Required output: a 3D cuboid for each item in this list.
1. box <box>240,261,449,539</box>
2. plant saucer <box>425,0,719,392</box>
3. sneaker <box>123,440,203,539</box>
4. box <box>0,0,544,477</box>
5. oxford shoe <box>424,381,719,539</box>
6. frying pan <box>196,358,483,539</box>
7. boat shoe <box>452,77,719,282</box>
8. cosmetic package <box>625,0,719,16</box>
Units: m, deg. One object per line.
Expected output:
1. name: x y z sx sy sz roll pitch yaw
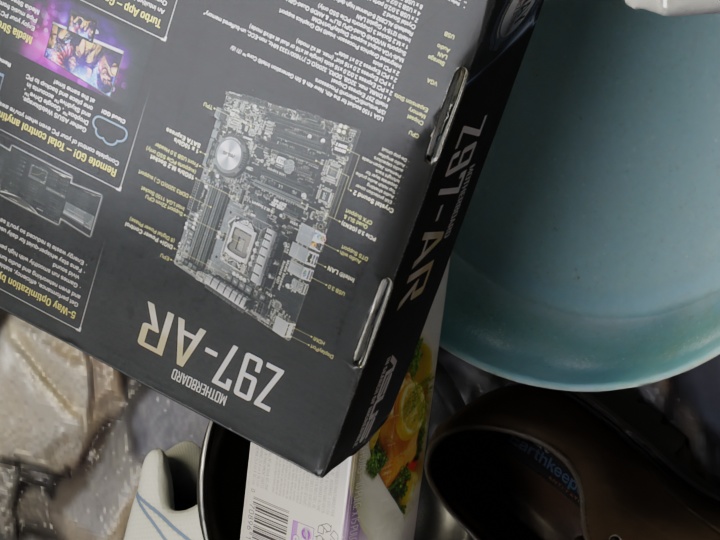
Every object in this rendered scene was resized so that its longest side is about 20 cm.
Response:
1. box: 0.000 0.000 0.701 0.041 0.039 0.200 17 108 34
2. plant saucer: 0.059 -0.067 0.683 0.200 0.027 0.201 8 102 37
3. sneaker: -0.020 0.112 0.863 0.200 0.074 0.087 8 100 40
4. box: -0.062 -0.060 0.658 0.200 0.044 0.160 26 115 16
5. oxford shoe: 0.098 0.104 0.744 0.200 0.084 0.073 32 119 31
6. frying pan: 0.006 0.104 0.787 0.031 0.115 0.190 -7 110 50
7. boat shoe: 0.082 -0.033 0.738 0.200 0.075 0.069 4 92 39
8. cosmetic package: 0.157 -0.104 0.555 0.200 0.101 0.071 -6 99 1
